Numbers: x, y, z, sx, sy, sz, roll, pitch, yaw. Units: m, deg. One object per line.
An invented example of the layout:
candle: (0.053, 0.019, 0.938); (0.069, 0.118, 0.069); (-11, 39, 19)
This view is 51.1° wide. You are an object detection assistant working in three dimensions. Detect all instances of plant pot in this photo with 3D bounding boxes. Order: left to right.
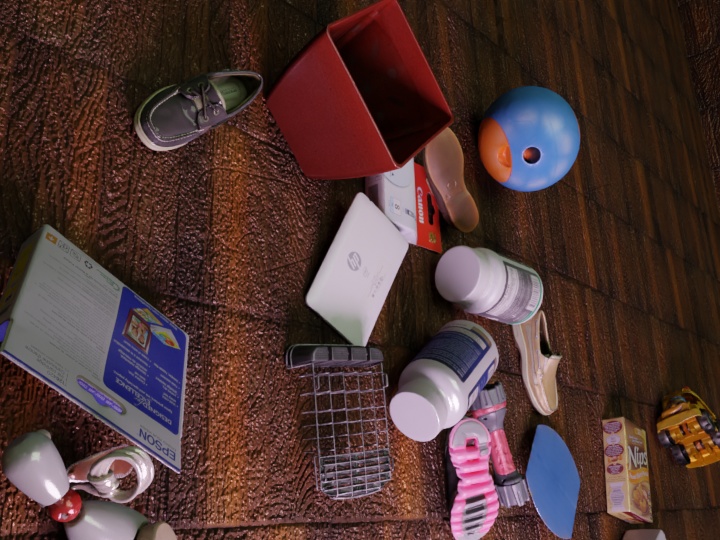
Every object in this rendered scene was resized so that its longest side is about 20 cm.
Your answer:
plant pot: (-0.014, -0.241, 1.076); (0.200, 0.175, 0.202); (-44, 111, -47)

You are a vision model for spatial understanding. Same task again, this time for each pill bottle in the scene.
pill bottle: (0.125, 0.167, 1.140); (0.200, 0.110, 0.112); (-39, 106, -50)
pill bottle: (0.224, 0.025, 1.314); (0.199, 0.112, 0.115); (18, 63, -46)

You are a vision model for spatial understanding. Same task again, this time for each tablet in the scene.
tablet: (0.000, 0.000, 1.104); (0.130, 0.014, 0.202); (44, 56, -31)

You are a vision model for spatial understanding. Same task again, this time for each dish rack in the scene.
dish rack: (-0.021, 0.195, 0.998); (0.152, 0.054, 0.203); (7, 73, -45)

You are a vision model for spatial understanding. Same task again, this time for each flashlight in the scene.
flashlight: (0.234, 0.291, 1.260); (0.067, 0.067, 0.203); (-13, 85, -52)

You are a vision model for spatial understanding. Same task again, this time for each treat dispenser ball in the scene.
treat dispenser ball: (0.329, -0.258, 1.478); (0.200, 0.199, 0.204); (22, 60, -44)

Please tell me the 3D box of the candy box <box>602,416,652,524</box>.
candy box: (0.578, 0.433, 1.632); (0.115, 0.055, 0.203); (32, 54, -39)

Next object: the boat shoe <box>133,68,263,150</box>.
boat shoe: (-0.195, -0.210, 0.932); (0.201, 0.065, 0.072); (-43, 110, -49)

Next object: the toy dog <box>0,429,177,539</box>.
toy dog: (-0.238, 0.210, 0.685); (0.097, 0.130, 0.203); (-104, -170, -61)

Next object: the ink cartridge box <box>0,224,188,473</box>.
ink cartridge box: (-0.248, 0.077, 0.710); (0.198, 0.047, 0.201); (46, 18, -31)

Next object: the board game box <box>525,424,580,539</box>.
board game box: (0.339, 0.385, 1.378); (0.159, 0.039, 0.201); (53, 37, -16)

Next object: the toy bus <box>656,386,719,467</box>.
toy bus: (0.834, 0.372, 1.920); (0.200, 0.135, 0.194); (41, 35, -29)

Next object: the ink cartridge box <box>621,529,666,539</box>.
ink cartridge box: (0.569, 0.640, 1.519); (0.199, 0.084, 0.148); (-26, 97, -52)

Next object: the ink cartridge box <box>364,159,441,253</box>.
ink cartridge box: (0.086, -0.130, 1.257); (0.199, 0.047, 0.163); (18, 63, -44)

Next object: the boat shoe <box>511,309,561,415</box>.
boat shoe: (0.347, 0.174, 1.435); (0.071, 0.075, 0.203); (-16, 89, -52)

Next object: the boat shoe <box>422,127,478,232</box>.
boat shoe: (0.145, -0.160, 1.303); (0.070, 0.070, 0.202); (-25, 117, -11)

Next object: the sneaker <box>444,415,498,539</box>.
sneaker: (0.161, 0.314, 1.160); (0.078, 0.095, 0.203); (-3, 99, -13)
